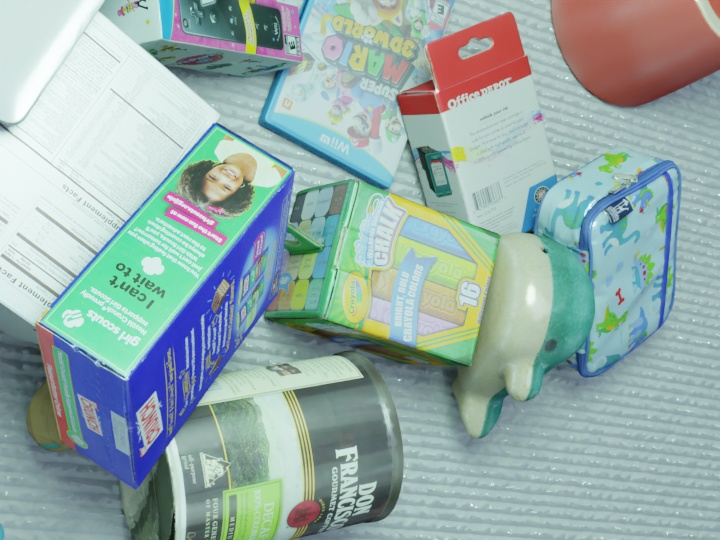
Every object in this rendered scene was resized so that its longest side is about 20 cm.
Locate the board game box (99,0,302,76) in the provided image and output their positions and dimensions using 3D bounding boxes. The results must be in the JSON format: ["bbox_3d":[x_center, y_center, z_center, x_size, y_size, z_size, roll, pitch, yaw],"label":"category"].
[{"bbox_3d":[-0.129,-0.242,0.945,0.199,0.064,0.149,-9,93,-60],"label":"board game box"}]

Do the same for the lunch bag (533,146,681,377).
[{"bbox_3d":[0.245,-0.011,1.149,0.160,0.082,0.202,-28,128,-34],"label":"lunch bag"}]

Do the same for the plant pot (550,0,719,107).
[{"bbox_3d":[0.321,-0.277,1.184,0.199,0.177,0.203,1,89,-30],"label":"plant pot"}]

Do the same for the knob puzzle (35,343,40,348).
[{"bbox_3d":[-0.230,-0.034,0.954,0.218,0.030,0.222,0,89,-29],"label":"knob puzzle"}]

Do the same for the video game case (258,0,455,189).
[{"bbox_3d":[0.001,-0.197,1.093,0.142,0.018,0.202,26,77,-27],"label":"video game case"}]

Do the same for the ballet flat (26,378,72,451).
[{"bbox_3d":[-0.189,0.053,0.922,0.068,0.063,0.201,33,74,-27],"label":"ballet flat"}]

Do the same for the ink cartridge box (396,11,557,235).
[{"bbox_3d":[0.110,-0.129,1.111,0.115,0.067,0.202,-25,108,-29],"label":"ink cartridge box"}]

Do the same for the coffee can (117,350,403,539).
[{"bbox_3d":[-0.085,0.153,0.965,0.198,0.146,0.148,-7,92,-28],"label":"coffee can"}]

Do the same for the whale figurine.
[{"bbox_3d":[0.146,0.063,1.074,0.103,0.160,0.201,7,124,-16],"label":"whale figurine"}]

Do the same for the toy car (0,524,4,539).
[{"bbox_3d":[-0.337,0.163,0.793,0.176,0.199,0.186,-35,105,-25],"label":"toy car"}]

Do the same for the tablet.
[{"bbox_3d":[-0.229,-0.202,0.781,0.129,0.014,0.201,26,72,8],"label":"tablet"}]

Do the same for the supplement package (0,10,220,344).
[{"bbox_3d":[-0.234,-0.071,0.848,0.150,0.151,0.201,39,71,-21],"label":"supplement package"}]

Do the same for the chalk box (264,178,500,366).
[{"bbox_3d":[0.000,0.000,1.029,0.198,0.124,0.125,18,80,-25],"label":"chalk box"}]

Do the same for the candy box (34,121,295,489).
[{"bbox_3d":[-0.132,0.027,0.825,0.077,0.170,0.201,28,57,9],"label":"candy box"}]
